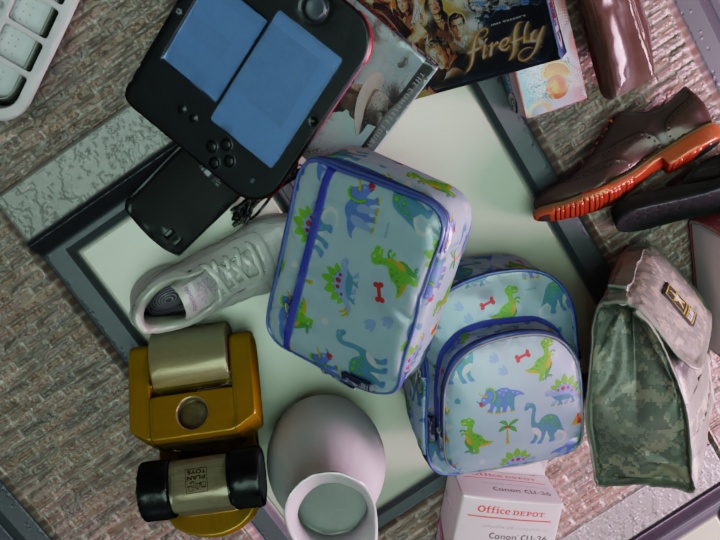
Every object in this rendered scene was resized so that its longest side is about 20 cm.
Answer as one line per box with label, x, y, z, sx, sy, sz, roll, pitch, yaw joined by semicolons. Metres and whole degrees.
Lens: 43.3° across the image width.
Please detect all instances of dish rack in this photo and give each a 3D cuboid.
dish rack;-0.358;-0.250;0.805;0.199;0.044;0.173;28;101;-13

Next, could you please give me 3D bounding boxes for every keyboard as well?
keyboard;-0.126;-0.094;0.884;0.200;0.040;0.104;-43;90;2

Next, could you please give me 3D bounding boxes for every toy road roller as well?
toy road roller;-0.155;0.165;0.917;0.121;0.146;0.202;-8;70;0

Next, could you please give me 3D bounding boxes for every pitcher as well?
pitcher;-0.026;0.226;0.892;0.120;0.200;0.174;-13;107;-2

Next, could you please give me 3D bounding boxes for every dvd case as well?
dvd case;-0.048;-0.192;0.832;0.199;0.022;0.146;40;108;-1

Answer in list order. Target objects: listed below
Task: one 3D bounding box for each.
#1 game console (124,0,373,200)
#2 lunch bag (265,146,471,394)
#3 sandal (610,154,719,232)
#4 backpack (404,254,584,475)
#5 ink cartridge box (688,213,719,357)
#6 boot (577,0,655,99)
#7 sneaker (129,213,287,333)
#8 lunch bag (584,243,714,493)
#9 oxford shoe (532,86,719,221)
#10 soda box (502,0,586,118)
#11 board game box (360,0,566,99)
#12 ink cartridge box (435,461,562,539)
game console;-0.101;-0.185;0.818;0.176;0.031;0.201;37;107;0
lunch bag;0.000;0.000;0.819;0.160;0.082;0.202;26;116;19
sandal;0.351;-0.089;0.918;0.198;0.075;0.049;-12;67;2
backpack;0.135;0.092;0.902;0.181;0.147;0.203;-9;103;-7
ink cartridge box;0.459;0.002;0.945;0.197;0.085;0.147;-13;107;-4
boot;0.242;-0.285;0.849;0.187;0.064;0.201;-56;128;-25
sneaker;-0.131;0.011;0.874;0.198;0.100;0.075;-26;105;0
lunch bag;0.285;0.086;0.896;0.116;0.164;0.202;-3;109;27
oxford shoe;0.256;-0.113;0.910;0.198;0.071;0.073;-27;78;5
soda box;0.152;-0.250;0.848;0.063;0.068;0.202;-17;106;1
board game box;0.071;-0.233;0.818;0.198;0.035;0.137;-11;108;25
ink cartridge box;0.148;0.287;0.997;0.115;0.068;0.203;6;105;-8
